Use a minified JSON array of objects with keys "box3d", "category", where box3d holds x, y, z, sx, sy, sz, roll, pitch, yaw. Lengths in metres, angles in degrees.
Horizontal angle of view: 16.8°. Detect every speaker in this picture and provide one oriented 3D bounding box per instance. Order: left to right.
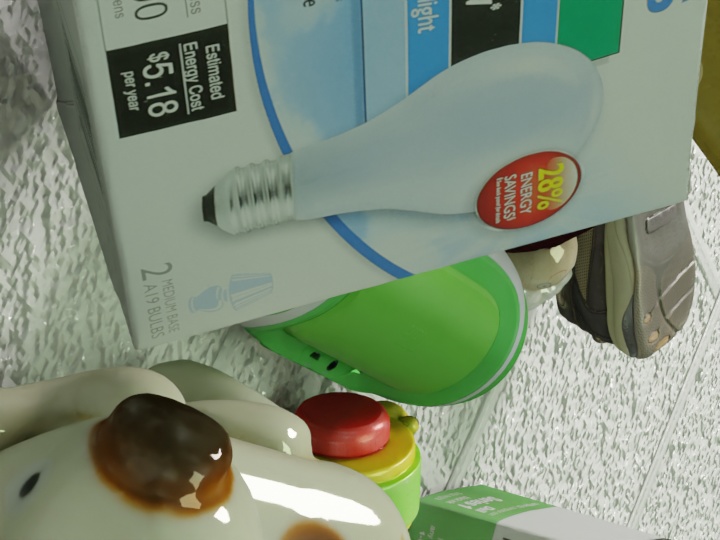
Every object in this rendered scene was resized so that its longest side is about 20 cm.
[{"box3d":[0.000,0.000,1.000,0.200,0.088,0.089,31,75,-61],"category":"speaker"}]

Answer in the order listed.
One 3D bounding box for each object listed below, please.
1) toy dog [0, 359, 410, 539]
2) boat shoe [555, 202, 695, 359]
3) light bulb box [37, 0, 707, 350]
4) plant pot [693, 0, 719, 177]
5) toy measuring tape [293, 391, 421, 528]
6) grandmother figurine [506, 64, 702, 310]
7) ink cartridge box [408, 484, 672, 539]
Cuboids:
[{"box3d":[-0.066,0.108,0.824,0.140,0.194,0.200,-66,160,-1],"category":"toy dog"},{"box3d":[0.120,-0.054,1.210,0.074,0.073,0.201,-22,116,-51],"category":"boat shoe"},{"box3d":[-0.001,-0.101,0.771,0.199,0.125,0.198,-16,144,-9],"category":"light bulb box"},{"box3d":[0.192,-0.203,1.116,0.200,0.194,0.196,43,39,-24],"category":"plant pot"},{"box3d":[-0.027,0.102,1.012,0.200,0.073,0.074,-34,131,-52],"category":"toy measuring tape"},{"box3d":[0.090,-0.039,1.114,0.200,0.121,0.061,105,-28,-63],"category":"grandmother figurine"},{"box3d":[0.116,0.200,1.179,0.084,0.200,0.147,2,100,-62],"category":"ink cartridge box"}]
